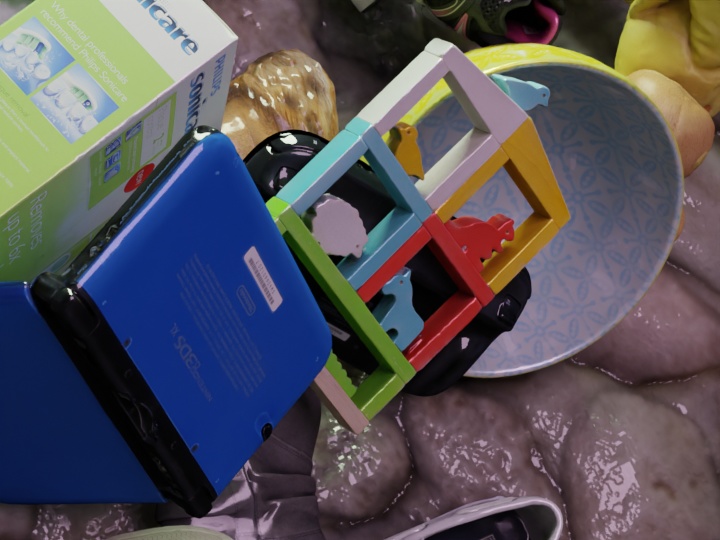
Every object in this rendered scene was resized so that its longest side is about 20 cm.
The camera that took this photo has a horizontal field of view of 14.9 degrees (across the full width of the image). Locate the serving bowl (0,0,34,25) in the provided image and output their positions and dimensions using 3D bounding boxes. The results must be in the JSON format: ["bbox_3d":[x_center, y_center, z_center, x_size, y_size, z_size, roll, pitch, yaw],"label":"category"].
[{"bbox_3d":[-0.195,-0.189,1.515,0.199,0.066,0.201,10,67,-25],"label":"serving bowl"}]

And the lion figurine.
[{"bbox_3d":[-0.093,-0.056,1.520,0.199,0.072,0.123,-10,74,-30],"label":"lion figurine"}]

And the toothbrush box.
[{"bbox_3d":[-0.167,-0.057,1.400,0.200,0.146,0.086,-40,77,-22],"label":"toothbrush box"}]

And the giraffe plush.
[{"bbox_3d":[0.180,-0.114,1.656,0.172,0.200,0.163,32,74,12],"label":"giraffe plush"}]

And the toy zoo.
[{"bbox_3d":[0.030,-0.028,1.452,0.200,0.020,0.131,-44,122,-12],"label":"toy zoo"}]

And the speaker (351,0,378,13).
[{"bbox_3d":[-0.032,-0.253,1.624,0.081,0.081,0.200,-41,94,-34],"label":"speaker"}]

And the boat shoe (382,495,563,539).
[{"bbox_3d":[0.028,0.172,1.506,0.200,0.065,0.074,-32,89,-35],"label":"boat shoe"}]

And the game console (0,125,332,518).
[{"bbox_3d":[-0.128,0.026,1.347,0.118,0.200,0.171,29,69,32],"label":"game console"}]

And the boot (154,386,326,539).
[{"bbox_3d":[-0.106,0.101,1.459,0.199,0.070,0.133,3,81,-19],"label":"boot"}]

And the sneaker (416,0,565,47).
[{"bbox_3d":[0.082,-0.155,1.603,0.086,0.081,0.200,41,17,14],"label":"sneaker"}]

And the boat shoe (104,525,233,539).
[{"bbox_3d":[-0.156,0.178,1.396,0.199,0.068,0.072,-3,29,-18],"label":"boat shoe"}]

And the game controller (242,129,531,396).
[{"bbox_3d":[0.000,0.000,1.494,0.199,0.104,0.042,30,29,-33],"label":"game controller"}]

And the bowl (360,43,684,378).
[{"bbox_3d":[0.074,-0.052,1.577,0.199,0.201,0.108,10,25,-26],"label":"bowl"}]
